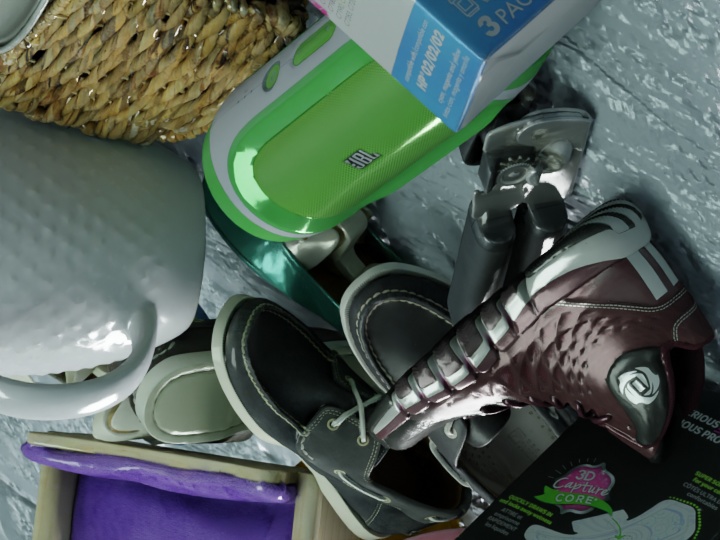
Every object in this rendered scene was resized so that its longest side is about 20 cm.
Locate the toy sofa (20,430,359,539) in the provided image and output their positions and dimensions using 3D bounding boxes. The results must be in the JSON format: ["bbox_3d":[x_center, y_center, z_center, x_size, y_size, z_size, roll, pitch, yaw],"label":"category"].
[{"bbox_3d":[-0.104,0.145,1.733,0.199,0.083,0.097,6,180,32],"label":"toy sofa"}]

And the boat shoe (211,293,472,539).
[{"bbox_3d":[-0.010,0.077,1.637,0.067,0.072,0.200,-4,141,39],"label":"boat shoe"}]

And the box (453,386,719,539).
[{"bbox_3d":[0.137,0.173,1.492,0.124,0.200,0.149,25,148,43],"label":"box"}]

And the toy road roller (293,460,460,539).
[{"bbox_3d":[-0.036,0.175,1.804,0.146,0.199,0.123,100,155,-54],"label":"toy road roller"}]

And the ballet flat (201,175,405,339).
[{"bbox_3d":[0.000,0.000,1.641,0.200,0.067,0.070,44,142,0],"label":"ballet flat"}]

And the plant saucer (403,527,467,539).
[{"bbox_3d":[0.094,0.220,1.716,0.199,0.051,0.201,11,145,7],"label":"plant saucer"}]

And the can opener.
[{"bbox_3d":[0.073,-0.038,1.486,0.200,0.053,0.067,101,156,-62],"label":"can opener"}]

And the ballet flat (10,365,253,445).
[{"bbox_3d":[-0.153,0.063,1.714,0.200,0.064,0.067,34,148,-18],"label":"ballet flat"}]

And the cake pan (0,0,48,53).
[{"bbox_3d":[-0.174,-0.209,1.467,0.037,0.201,0.200,12,168,-23],"label":"cake pan"}]

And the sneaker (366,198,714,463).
[{"bbox_3d":[0.095,0.063,1.469,0.116,0.076,0.200,49,129,0],"label":"sneaker"}]

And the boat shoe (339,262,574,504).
[{"bbox_3d":[0.065,0.077,1.590,0.200,0.074,0.060,50,-171,-26],"label":"boat shoe"}]

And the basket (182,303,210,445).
[{"bbox_3d":[-0.158,0.003,1.809,0.200,0.139,0.177,45,156,14],"label":"basket"}]

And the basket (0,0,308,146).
[{"bbox_3d":[-0.100,-0.166,1.508,0.142,0.150,0.200,13,157,-23],"label":"basket"}]

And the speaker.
[{"bbox_3d":[0.006,-0.085,1.406,0.089,0.088,0.200,50,138,-5],"label":"speaker"}]

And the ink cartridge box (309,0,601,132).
[{"bbox_3d":[0.012,-0.172,1.279,0.200,0.115,0.068,42,156,11],"label":"ink cartridge box"}]

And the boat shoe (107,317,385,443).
[{"bbox_3d":[-0.050,0.058,1.698,0.061,0.200,0.072,43,120,44],"label":"boat shoe"}]

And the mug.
[{"bbox_3d":[-0.173,0.002,1.584,0.201,0.174,0.148,-103,21,-46],"label":"mug"}]
